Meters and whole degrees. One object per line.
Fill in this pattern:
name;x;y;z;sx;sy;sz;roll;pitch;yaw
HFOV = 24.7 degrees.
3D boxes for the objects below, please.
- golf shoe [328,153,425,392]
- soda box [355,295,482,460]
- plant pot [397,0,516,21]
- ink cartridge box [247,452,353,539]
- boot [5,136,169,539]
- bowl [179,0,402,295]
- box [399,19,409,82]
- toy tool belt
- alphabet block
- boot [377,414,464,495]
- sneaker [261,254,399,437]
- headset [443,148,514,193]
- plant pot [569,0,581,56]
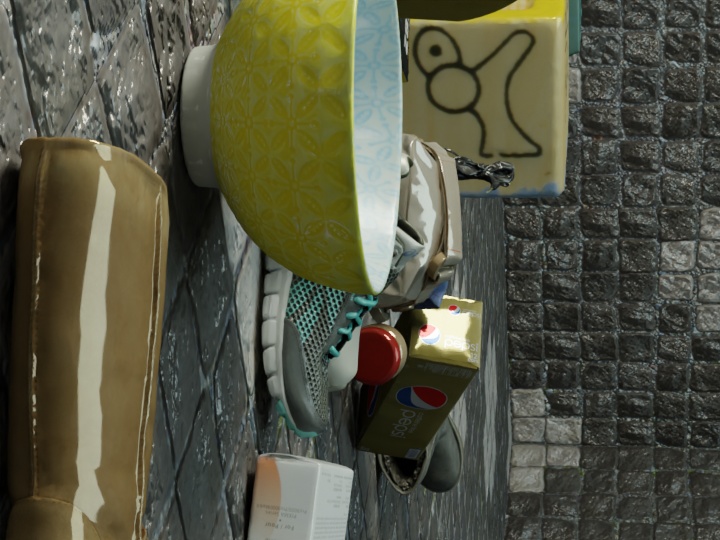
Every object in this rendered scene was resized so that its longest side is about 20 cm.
golf shoe;0.000;0.000;1.237;0.078;0.096;0.201;-73;163;-67
soda box;0.050;0.095;1.456;0.200;0.064;0.068;117;-18;-57
plant pot;0.021;-0.265;1.105;0.176;0.198;0.201;105;-13;-77
ink cartridge box;-0.049;0.230;1.136;0.162;0.050;0.201;47;52;-78
boot;-0.100;0.064;0.692;0.175;0.066;0.201;59;31;-74
bowl;-0.040;-0.088;0.926;0.200;0.107;0.202;1;90;-81
box;0.016;-0.287;1.481;0.160;0.049;0.201;59;33;-77
toy tool belt;0.028;-0.012;1.342;0.123;0.124;0.202;-8;99;-73
alphabet block;0.118;-0.207;1.686;0.197;0.194;0.201;-80;168;-56
boot;0.065;0.189;1.752;0.200;0.072;0.183;-83;158;-73
sneaker;-0.019;0.014;1.126;0.078;0.091;0.202;28;63;-79
headset;0.058;-0.045;1.455;0.200;0.093;0.124;127;-41;-56
plant pot;0.145;-0.299;1.827;0.142;0.198;0.142;-78;166;-54
